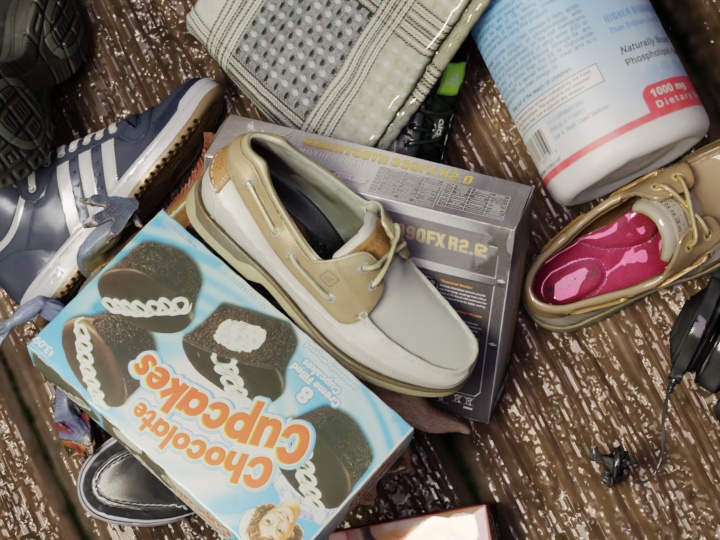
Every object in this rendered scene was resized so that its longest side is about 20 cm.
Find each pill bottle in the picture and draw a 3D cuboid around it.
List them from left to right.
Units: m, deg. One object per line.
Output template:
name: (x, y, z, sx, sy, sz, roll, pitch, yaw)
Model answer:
pill bottle: (0.127, -0.151, 1.223, 0.108, 0.109, 0.201, -27, 82, 8)

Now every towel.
towel: (-0.012, -0.181, 1.235, 0.193, 0.034, 0.201, 48, 113, 32)

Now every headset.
headset: (0.233, 0.069, 1.218, 0.199, 0.094, 0.124, -33, 76, -9)

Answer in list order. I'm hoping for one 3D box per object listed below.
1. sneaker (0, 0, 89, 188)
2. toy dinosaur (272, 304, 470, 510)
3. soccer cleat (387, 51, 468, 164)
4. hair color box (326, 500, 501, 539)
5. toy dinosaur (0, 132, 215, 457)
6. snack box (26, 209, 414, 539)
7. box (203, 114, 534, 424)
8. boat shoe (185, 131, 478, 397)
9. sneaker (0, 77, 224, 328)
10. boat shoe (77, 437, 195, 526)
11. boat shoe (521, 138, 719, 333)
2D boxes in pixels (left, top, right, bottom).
sneaker: (-0.244, -0.113, 1.274, 0.090, 0.201, 0.076, -13, 123, 24)
toy dinosaur: (-0.035, 0.075, 1.196, 0.198, 0.086, 0.137, -9, 69, -2)
soccer cleat: (0.031, -0.100, 1.251, 0.081, 0.067, 0.202, -10, 82, 41)
hair color box: (-0.003, 0.218, 1.245, 0.198, 0.064, 0.112, -12, 83, 9)
toy dinosaur: (-0.153, 0.037, 1.261, 0.199, 0.182, 0.105, -33, 71, -28)
snack box: (-0.081, 0.072, 1.132, 0.200, 0.037, 0.116, 40, 72, 12)
box: (0.000, 0.000, 1.221, 0.198, 0.048, 0.159, 13, 130, 12)
boat shoe: (-0.008, -0.002, 1.141, 0.199, 0.075, 0.068, 36, 136, -6)
sneaker: (-0.185, -0.071, 1.297, 0.108, 0.070, 0.200, 41, 97, 9)
boat shoe: (-0.094, 0.122, 1.266, 0.198, 0.068, 0.072, -11, 84, 10)
boat shoe: (0.188, -0.024, 1.221, 0.199, 0.069, 0.074, -33, 81, 7)
